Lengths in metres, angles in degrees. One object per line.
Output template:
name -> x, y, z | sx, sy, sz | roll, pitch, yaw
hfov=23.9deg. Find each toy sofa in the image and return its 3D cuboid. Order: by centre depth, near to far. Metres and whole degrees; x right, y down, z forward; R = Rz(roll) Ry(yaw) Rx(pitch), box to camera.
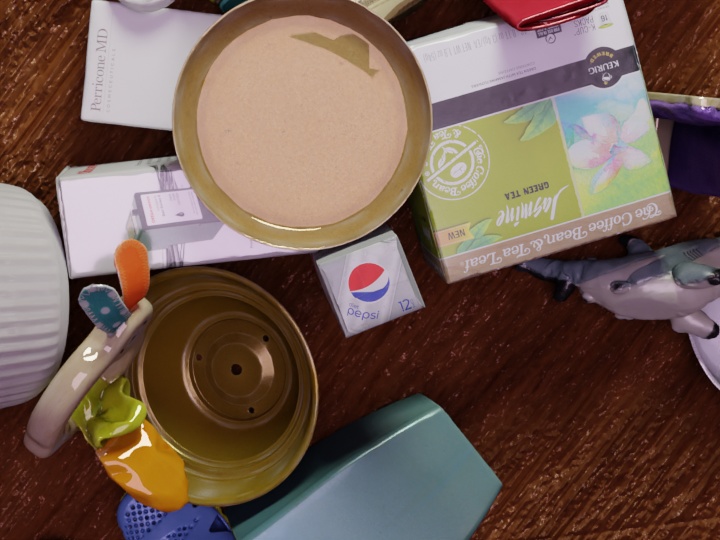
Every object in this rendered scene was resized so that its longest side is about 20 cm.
toy sofa -> 0.282, -0.102, 1.397 | 0.097, 0.200, 0.083 | 2, 97, -12

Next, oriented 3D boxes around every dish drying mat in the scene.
dish drying mat -> 0.135, -0.229, 1.371 | 0.077, 0.200, 0.018 | -18, 115, -4

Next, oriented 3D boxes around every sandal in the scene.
sandal -> -0.128, 0.258, 1.455 | 0.200, 0.087, 0.080 | 42, 93, -1

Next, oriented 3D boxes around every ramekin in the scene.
ramekin -> -0.311, 0.021, 1.360 | 0.105, 0.200, 0.201 | -2, 98, -32

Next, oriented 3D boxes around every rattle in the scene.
rattle -> -0.171, 0.090, 1.321 | 0.143, 0.130, 0.200 | 48, 124, 16

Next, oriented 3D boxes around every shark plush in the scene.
shark plush -> 0.238, 0.005, 1.479 | 0.200, 0.083, 0.091 | -5, 142, 20

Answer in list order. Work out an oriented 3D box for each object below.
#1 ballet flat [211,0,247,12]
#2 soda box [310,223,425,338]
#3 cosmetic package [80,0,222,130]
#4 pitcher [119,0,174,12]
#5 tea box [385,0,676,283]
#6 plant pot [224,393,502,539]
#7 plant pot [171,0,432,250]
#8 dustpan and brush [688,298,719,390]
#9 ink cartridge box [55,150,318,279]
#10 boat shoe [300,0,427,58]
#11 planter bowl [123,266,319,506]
ballet flat -> -0.042, -0.280, 1.418 | 0.200, 0.067, 0.067 | -21, 80, -1
soda box -> 0.000, 0.000, 1.381 | 0.068, 0.200, 0.064 | -21, 99, -1
cosmetic package -> -0.127, -0.164, 1.416 | 0.200, 0.071, 0.102 | 5, 96, -5
pitcher -> -0.146, -0.319, 1.362 | 0.171, 0.121, 0.200 | -23, 82, 5
tea box -> 0.131, -0.115, 1.414 | 0.200, 0.134, 0.197 | -17, 100, -3
plant pot -> 0.011, 0.206, 1.441 | 0.200, 0.141, 0.141 | -39, 98, -5
plant pot -> -0.045, -0.115, 1.310 | 0.200, 0.027, 0.200 | 0, 89, -5
dustpan and brush -> 0.346, 0.090, 1.494 | 0.139, 0.057, 0.200 | 5, 96, -6
ink cartridge box -> -0.140, -0.051, 1.391 | 0.200, 0.146, 0.084 | -6, 98, -4
boat shoe -> 0.023, -0.239, 1.389 | 0.200, 0.071, 0.065 | -38, 93, -35
planter bowl -> -0.117, 0.090, 1.427 | 0.200, 0.083, 0.201 | 3, 99, 17
